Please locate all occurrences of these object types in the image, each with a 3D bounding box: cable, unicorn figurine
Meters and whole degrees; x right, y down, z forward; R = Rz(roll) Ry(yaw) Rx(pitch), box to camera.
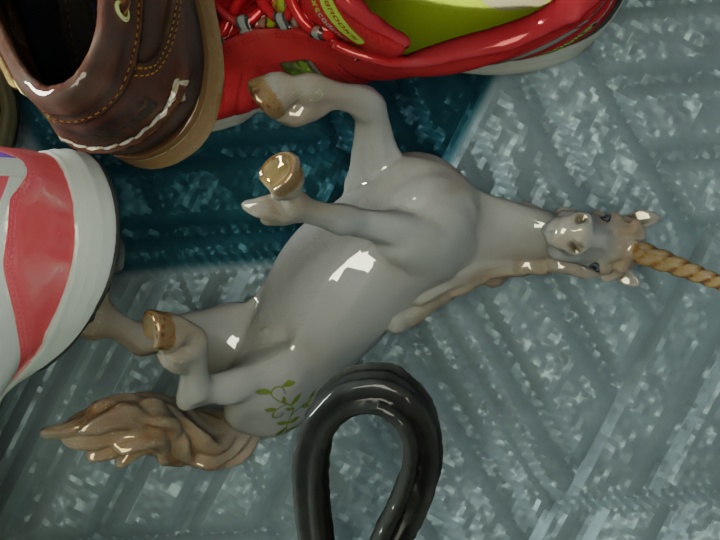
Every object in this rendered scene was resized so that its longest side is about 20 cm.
[{"bbox_3d":[-0.003,0.123,0.905,0.097,0.050,0.201,-4,106,16],"label":"cable"},{"bbox_3d":[0.000,0.000,0.889,0.200,0.137,0.074,-31,52,27],"label":"unicorn figurine"}]

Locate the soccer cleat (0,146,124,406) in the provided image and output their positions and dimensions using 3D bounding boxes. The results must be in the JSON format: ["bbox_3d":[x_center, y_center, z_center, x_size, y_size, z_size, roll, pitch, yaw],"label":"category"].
[{"bbox_3d":[-0.145,0.039,0.878,0.073,0.068,0.200,6,132,-35],"label":"soccer cleat"}]

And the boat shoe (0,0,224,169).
[{"bbox_3d":[-0.095,-0.128,0.859,0.070,0.070,0.201,-31,64,21],"label":"boat shoe"}]

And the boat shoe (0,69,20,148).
[{"bbox_3d":[-0.186,0.006,0.908,0.075,0.074,0.201,32,96,1],"label":"boat shoe"}]

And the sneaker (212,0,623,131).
[{"bbox_3d":[-0.014,-0.089,0.883,0.199,0.085,0.077,-11,93,5],"label":"sneaker"}]
